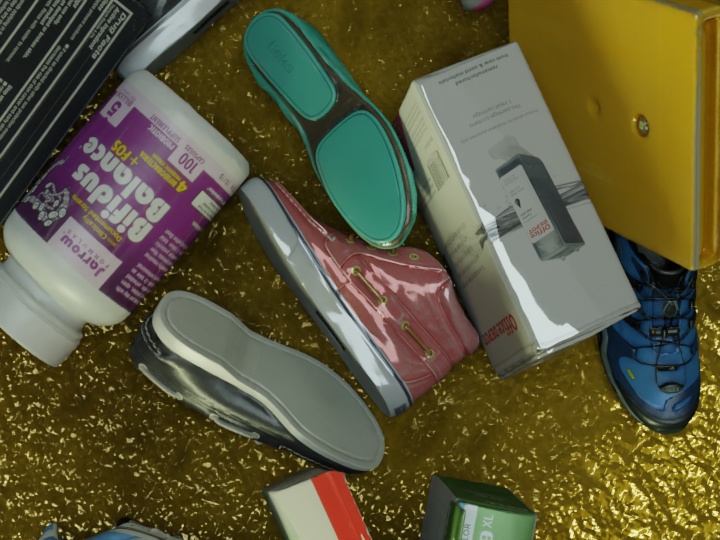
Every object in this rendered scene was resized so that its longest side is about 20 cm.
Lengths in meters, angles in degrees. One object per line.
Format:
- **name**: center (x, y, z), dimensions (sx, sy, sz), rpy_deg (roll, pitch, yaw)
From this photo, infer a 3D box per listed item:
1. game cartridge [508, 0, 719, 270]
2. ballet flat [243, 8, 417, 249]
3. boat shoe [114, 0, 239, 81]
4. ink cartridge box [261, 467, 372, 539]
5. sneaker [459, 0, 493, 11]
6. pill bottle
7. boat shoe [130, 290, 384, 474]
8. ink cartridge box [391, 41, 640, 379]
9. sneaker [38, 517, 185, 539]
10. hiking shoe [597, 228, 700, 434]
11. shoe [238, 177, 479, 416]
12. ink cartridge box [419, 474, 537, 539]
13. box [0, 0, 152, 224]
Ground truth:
- **game cartridge**: center (0.170, -0.115, 1.100), dimensions (0.032, 0.200, 0.178), rpy_deg (-18, 119, -25)
- **ballet flat**: center (-0.011, -0.105, 1.171), dimensions (0.067, 0.070, 0.201), rpy_deg (-38, 77, 19)
- **boat shoe**: center (-0.114, -0.222, 1.184), dimensions (0.200, 0.070, 0.066), rpy_deg (-42, 90, 6)
- **ink cartridge box**: center (-0.009, 0.215, 1.098), dimensions (0.050, 0.200, 0.162), rpy_deg (-25, 88, -7)
- **sneaker**: center (0.029, -0.268, 1.183), dimensions (0.088, 0.081, 0.201), rpy_deg (-32, 82, 2)
- **pill bottle**: center (-0.181, -0.034, 1.149), dimensions (0.112, 0.112, 0.200), rpy_deg (40, 88, 1)
- **boat shoe**: center (-0.075, 0.092, 1.172), dimensions (0.199, 0.074, 0.060), rpy_deg (31, 129, -15)
- **ink cartridge box**: center (0.102, -0.037, 1.127), dimensions (0.084, 0.146, 0.202), rpy_deg (-22, 83, -9)
- **sneaker**: center (-0.140, 0.210, 1.160), dimensions (0.198, 0.072, 0.073), rpy_deg (0, 61, 4)
- **hiking shoe**: center (0.208, 0.019, 1.165), dimensions (0.074, 0.087, 0.202), rpy_deg (-8, 88, -1)
- **shoe**: center (0.000, 0.000, 1.176), dimensions (0.091, 0.071, 0.201), rpy_deg (-35, 88, -11)
- **ink cartridge box**: center (0.077, 0.204, 1.099), dimensions (0.059, 0.200, 0.105), rpy_deg (11, 88, -3)
- **box**: center (-0.287, -0.164, 1.099), dimensions (0.201, 0.123, 0.198), rpy_deg (-53, 133, -1)
